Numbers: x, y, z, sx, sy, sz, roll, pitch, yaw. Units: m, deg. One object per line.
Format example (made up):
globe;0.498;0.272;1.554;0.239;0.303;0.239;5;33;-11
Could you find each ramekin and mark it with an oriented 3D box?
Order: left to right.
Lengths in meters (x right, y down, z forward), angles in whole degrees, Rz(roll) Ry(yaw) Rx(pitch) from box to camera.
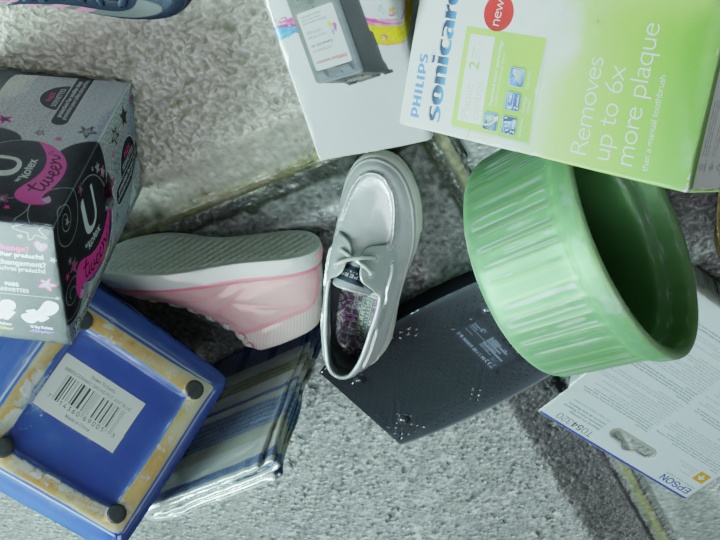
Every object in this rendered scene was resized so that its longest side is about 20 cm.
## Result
ramekin;0.163;-0.017;0.791;0.098;0.200;0.200;-23;123;33

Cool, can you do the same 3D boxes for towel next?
towel;-0.108;0.130;0.941;0.147;0.200;0.024;-24;116;24

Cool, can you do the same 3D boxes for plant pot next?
plant pot;-0.244;0.110;0.904;0.200;0.200;0.180;38;166;-23

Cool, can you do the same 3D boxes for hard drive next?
hard drive;0.077;0.077;0.974;0.200;0.042;0.135;-32;118;29

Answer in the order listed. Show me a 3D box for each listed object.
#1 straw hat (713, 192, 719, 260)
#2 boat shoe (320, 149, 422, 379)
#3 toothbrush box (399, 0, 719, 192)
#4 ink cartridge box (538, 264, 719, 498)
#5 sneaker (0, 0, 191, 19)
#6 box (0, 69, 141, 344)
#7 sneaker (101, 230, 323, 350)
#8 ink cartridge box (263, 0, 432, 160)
straw hat;0.325;-0.024;0.822;0.201;0.201;0.085;32;164;-17
boat shoe;0.000;0.000;0.885;0.072;0.069;0.200;21;119;11
toothbrush box;0.133;-0.136;0.611;0.200;0.086;0.146;22;108;41
ink cartridge box;0.300;0.109;0.969;0.196;0.043;0.200;32;128;-19
sneaker;-0.221;-0.208;0.757;0.200;0.082;0.070;10;129;0
box;-0.255;-0.057;0.809;0.132;0.200;0.115;6;130;3
sneaker;-0.128;0.024;0.937;0.200;0.075;0.105;-2;123;5
ink cartridge box;-0.009;-0.198;0.695;0.086;0.148;0.200;-9;129;15
